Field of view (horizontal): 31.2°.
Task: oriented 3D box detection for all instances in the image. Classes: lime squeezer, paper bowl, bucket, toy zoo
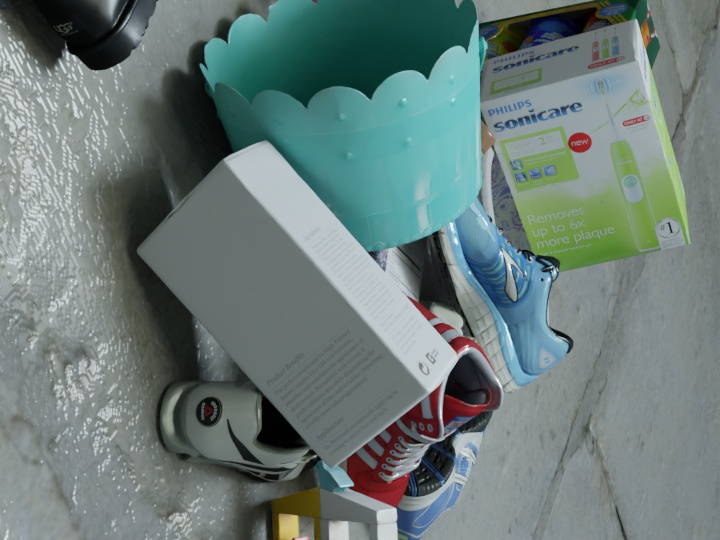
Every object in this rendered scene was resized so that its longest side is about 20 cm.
[{"bbox_3d":[-0.040,-0.255,1.017,0.200,0.070,0.038,56,9,-6],"label":"lime squeezer"},{"bbox_3d":[0.101,-0.013,1.197,0.201,0.104,0.202,-13,90,-72],"label":"paper bowl"},{"bbox_3d":[-0.005,-0.115,0.948,0.207,0.206,0.135,-57,144,-49],"label":"bucket"},{"bbox_3d":[-0.019,0.238,0.936,0.020,0.131,0.201,1,84,-38],"label":"toy zoo"}]

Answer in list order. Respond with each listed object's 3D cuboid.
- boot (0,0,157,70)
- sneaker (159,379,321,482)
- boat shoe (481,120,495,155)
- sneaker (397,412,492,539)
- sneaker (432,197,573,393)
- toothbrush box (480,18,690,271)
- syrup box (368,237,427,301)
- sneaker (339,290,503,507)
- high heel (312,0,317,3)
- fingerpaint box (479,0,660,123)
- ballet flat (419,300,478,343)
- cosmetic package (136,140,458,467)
[{"bbox_3d":[-0.179,-0.237,0.779,0.162,0.073,0.199,47,47,-45],"label":"boot"},{"bbox_3d":[-0.052,0.116,0.938,0.200,0.088,0.074,15,71,-62],"label":"sneaker"},{"bbox_3d":[0.065,-0.155,1.140,0.076,0.072,0.200,46,16,-49],"label":"boat shoe"},{"bbox_3d":[0.067,0.170,1.182,0.200,0.075,0.077,-43,145,-55],"label":"sneaker"},{"bbox_3d":[0.115,-0.004,1.061,0.078,0.090,0.201,-99,166,-78],"label":"sneaker"},{"bbox_3d":[0.209,-0.109,1.187,0.086,0.145,0.201,-76,148,-53],"label":"toothbrush box"},{"bbox_3d":[0.000,0.000,1.058,0.081,0.078,0.201,41,51,-52],"label":"syrup box"},{"bbox_3d":[0.042,0.120,0.954,0.071,0.112,0.201,-23,128,-38],"label":"sneaker"},{"bbox_3d":[0.032,-0.251,1.102,0.200,0.067,0.096,-44,133,-22],"label":"high heel"},{"bbox_3d":[0.184,-0.201,1.303,0.167,0.199,0.074,-59,134,-47],"label":"fingerpaint box"},{"bbox_3d":[0.063,0.062,1.079,0.200,0.068,0.076,-161,-112,-76],"label":"ballet flat"},{"bbox_3d":[-0.041,0.022,0.862,0.200,0.102,0.074,50,27,0],"label":"cosmetic package"}]
